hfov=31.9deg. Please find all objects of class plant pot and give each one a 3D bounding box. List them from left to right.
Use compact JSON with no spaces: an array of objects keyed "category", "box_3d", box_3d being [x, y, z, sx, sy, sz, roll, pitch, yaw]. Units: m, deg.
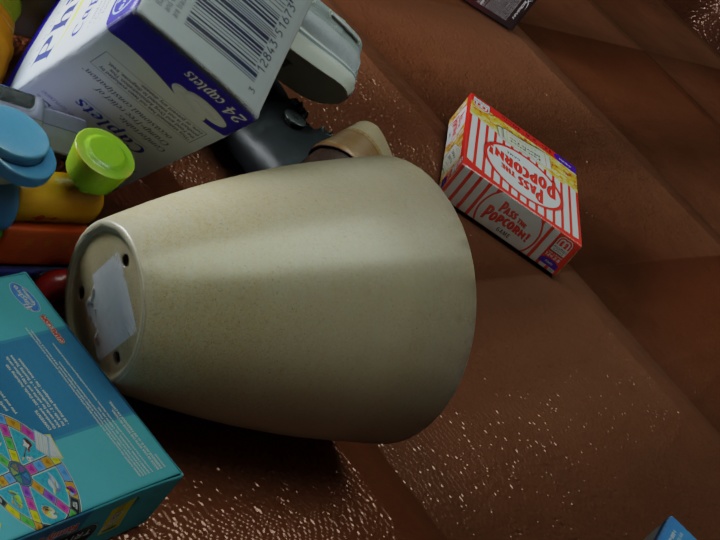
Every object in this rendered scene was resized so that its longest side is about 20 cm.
[{"category":"plant pot","box_3d":[-0.065,0.018,0.756,0.200,0.187,0.187,1,45,-41]}]

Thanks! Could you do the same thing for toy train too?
[{"category":"toy train","box_3d":[-0.172,-0.038,0.752,0.200,0.116,0.085,1,52,-50]}]

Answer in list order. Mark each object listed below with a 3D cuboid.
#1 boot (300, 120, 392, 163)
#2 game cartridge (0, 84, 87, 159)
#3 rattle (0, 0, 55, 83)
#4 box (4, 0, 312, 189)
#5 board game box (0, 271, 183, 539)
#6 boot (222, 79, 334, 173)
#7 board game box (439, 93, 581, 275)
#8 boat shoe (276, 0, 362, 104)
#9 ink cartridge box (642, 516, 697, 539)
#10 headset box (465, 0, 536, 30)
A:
[{"category":"boot","box_3d":[0.000,0.000,0.978,0.166,0.072,0.200,-51,119,-40]},{"category":"game cartridge","box_3d":[-0.277,-0.108,0.750,0.200,0.038,0.130,16,-8,-39]},{"category":"rattle","box_3d":[-0.325,-0.202,0.887,0.200,0.130,0.143,22,73,-5]},{"category":"box","box_3d":[-0.127,-0.173,0.847,0.105,0.200,0.184,38,57,-27]},{"category":"board game box","box_3d":[-0.204,0.081,0.611,0.151,0.047,0.200,48,28,17]},{"category":"boot","box_3d":[-0.098,-0.122,1.021,0.200,0.076,0.168,10,35,-54]},{"category":"board game box","box_3d":[0.160,-0.095,1.339,0.151,0.046,0.200,33,28,-11]},{"category":"boat shoe","box_3d":[-0.075,-0.214,1.013,0.201,0.070,0.072,36,60,-35]},{"category":"ink cartridge box","box_3d":[0.234,0.280,0.814,0.200,0.084,0.145,44,27,9]},{"category":"headset box","box_3d":[0.158,-0.462,1.866,0.200,0.075,0.149,27,29,-23]}]
